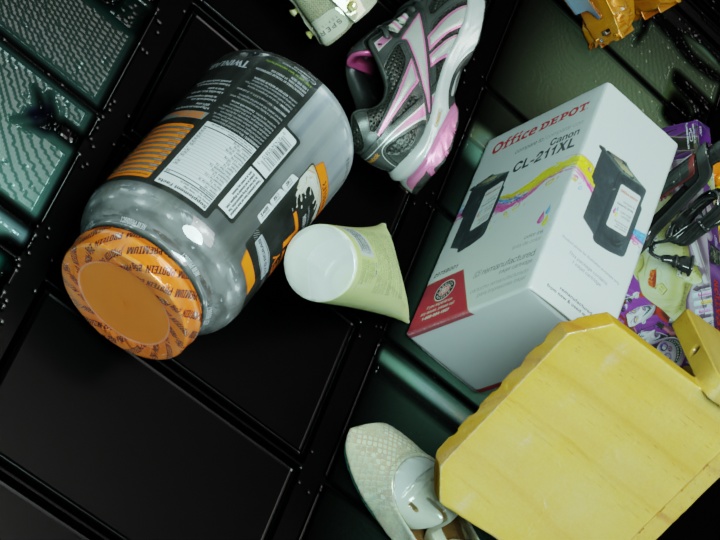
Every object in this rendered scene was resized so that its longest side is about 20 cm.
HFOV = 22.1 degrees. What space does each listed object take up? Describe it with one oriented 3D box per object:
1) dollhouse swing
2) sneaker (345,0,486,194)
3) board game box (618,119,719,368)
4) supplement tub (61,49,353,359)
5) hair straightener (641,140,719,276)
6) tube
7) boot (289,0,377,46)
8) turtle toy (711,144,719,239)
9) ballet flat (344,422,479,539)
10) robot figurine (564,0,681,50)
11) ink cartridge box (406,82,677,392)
[{"bbox_3d":[0.152,0.102,1.294,0.176,0.200,0.182,38,16,-15],"label":"dollhouse swing"},{"bbox_3d":[0.034,-0.163,1.389,0.086,0.080,0.201,23,56,-20],"label":"sneaker"},{"bbox_3d":[0.225,-0.010,1.463,0.032,0.120,0.201,18,64,-50],"label":"board game box"},{"bbox_3d":[-0.100,-0.043,1.209,0.123,0.122,0.200,49,53,-16],"label":"supplement tub"},{"bbox_3d":[0.238,-0.036,1.414,0.077,0.200,0.041,43,26,-14],"label":"hair straightener"},{"bbox_3d":[0.000,0.000,1.281,0.058,0.052,0.200,-64,165,6],"label":"tube"},{"bbox_3d":[-0.065,-0.226,1.332,0.200,0.072,0.155,-45,108,-39],"label":"boot"},{"bbox_3d":[0.279,-0.019,1.518,0.145,0.101,0.201,32,67,-27],"label":"turtle toy"},{"bbox_3d":[0.062,0.186,1.307,0.067,0.062,0.200,-40,101,-39],"label":"ballet flat"},{"bbox_3d":[0.190,-0.296,1.566,0.145,0.058,0.201,-33,98,-41],"label":"robot figurine"},{"bbox_3d":[0.136,-0.024,1.378,0.083,0.146,0.201,38,55,-21],"label":"ink cartridge box"}]
